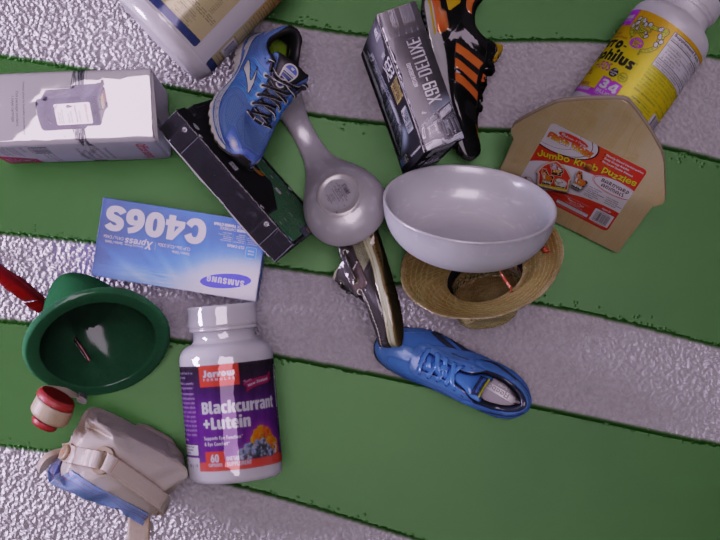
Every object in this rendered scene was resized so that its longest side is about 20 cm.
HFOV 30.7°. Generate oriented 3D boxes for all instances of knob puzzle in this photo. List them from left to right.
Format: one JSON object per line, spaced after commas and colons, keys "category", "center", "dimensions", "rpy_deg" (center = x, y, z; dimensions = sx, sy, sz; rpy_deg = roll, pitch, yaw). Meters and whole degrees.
{"category": "knob puzzle", "center": [0.268, -0.132, 1.526], "dimensions": [0.218, 0.220, 0.031], "rpy_deg": [27, 46, 0]}

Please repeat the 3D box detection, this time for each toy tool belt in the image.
{"category": "toy tool belt", "center": [-0.307, 0.229, 1.509], "dimensions": [0.199, 0.125, 0.124], "rpy_deg": [28, 96, -18]}

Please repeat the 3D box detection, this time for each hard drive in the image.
{"category": "hard drive", "center": [-0.137, -0.106, 1.515], "dimensions": [0.038, 0.140, 0.200], "rpy_deg": [-41, 93, 17]}

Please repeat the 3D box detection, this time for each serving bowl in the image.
{"category": "serving bowl", "center": [0.122, -0.051, 1.497], "dimensions": [0.197, 0.201, 0.066], "rpy_deg": [2, 120, -1]}

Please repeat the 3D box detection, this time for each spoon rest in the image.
{"category": "spoon rest", "center": [-0.040, -0.116, 1.541], "dimensions": [0.099, 0.061, 0.201], "rpy_deg": [-28, 69, -1]}

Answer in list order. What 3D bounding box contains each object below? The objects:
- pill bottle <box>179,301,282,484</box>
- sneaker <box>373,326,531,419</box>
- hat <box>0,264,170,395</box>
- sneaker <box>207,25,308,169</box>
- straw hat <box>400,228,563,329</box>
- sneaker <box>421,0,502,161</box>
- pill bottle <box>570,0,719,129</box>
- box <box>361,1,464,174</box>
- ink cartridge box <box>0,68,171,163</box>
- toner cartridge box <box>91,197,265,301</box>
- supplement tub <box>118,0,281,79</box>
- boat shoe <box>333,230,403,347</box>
{"category": "pill bottle", "center": [-0.153, 0.140, 1.524], "dimensions": [0.110, 0.111, 0.203], "rpy_deg": [-5, 89, -2]}
{"category": "sneaker", "center": [0.110, 0.118, 1.549], "dimensions": [0.198, 0.078, 0.067], "rpy_deg": [23, 90, 1]}
{"category": "hat", "center": [-0.337, 0.025, 1.561], "dimensions": [0.165, 0.177, 0.200], "rpy_deg": [-40, 135, 14]}
{"category": "sneaker", "center": [-0.112, -0.207, 1.502], "dimensions": [0.078, 0.089, 0.202], "rpy_deg": [34, 51, -33]}
{"category": "straw hat", "center": [0.149, 0.021, 1.542], "dimensions": [0.199, 0.202, 0.086], "rpy_deg": [-14, 130, -2]}
{"category": "sneaker", "center": [0.132, -0.235, 1.561], "dimensions": [0.089, 0.070, 0.203], "rpy_deg": [-14, 87, 1]}
{"category": "pill bottle", "center": [0.340, -0.246, 1.550], "dimensions": [0.104, 0.104, 0.201], "rpy_deg": [36, 87, 0]}
{"category": "box", "center": [0.056, -0.202, 1.494], "dimensions": [0.049, 0.200, 0.159], "rpy_deg": [-20, 90, -5]}
{"category": "ink cartridge box", "center": [-0.325, -0.176, 1.511], "dimensions": [0.197, 0.145, 0.085], "rpy_deg": [-2, 88, -2]}
{"category": "toner cartridge box", "center": [-0.213, -0.025, 1.561], "dimensions": [0.197, 0.043, 0.096], "rpy_deg": [8, 89, -1]}
{"category": "supplement tub", "center": [-0.167, -0.339, 1.520], "dimensions": [0.144, 0.144, 0.200], "rpy_deg": [44, 88, 0]}
{"category": "boat shoe", "center": [0.000, -0.001, 1.554], "dimensions": [0.065, 0.072, 0.203], "rpy_deg": [-17, 80, 9]}
